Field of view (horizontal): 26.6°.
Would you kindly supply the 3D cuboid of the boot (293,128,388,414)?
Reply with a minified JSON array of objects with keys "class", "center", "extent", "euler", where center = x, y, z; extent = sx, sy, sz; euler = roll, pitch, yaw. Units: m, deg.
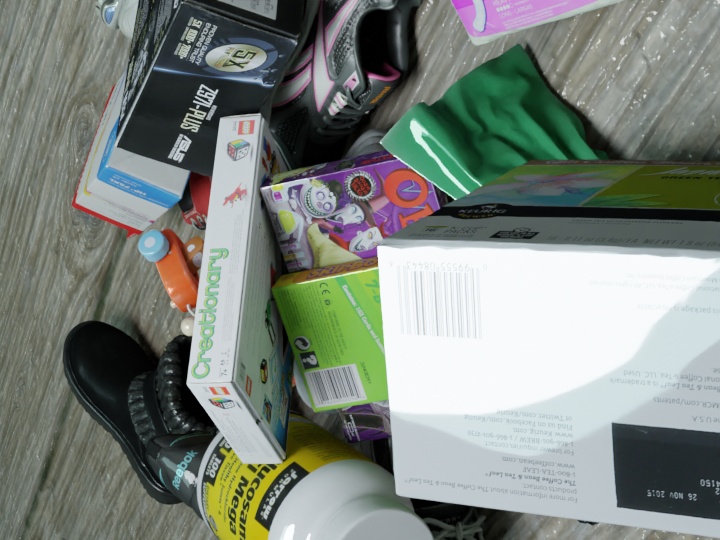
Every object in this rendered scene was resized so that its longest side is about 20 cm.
[{"class":"boot","center":[0.000,0.000,1.098],"extent":[0.096,0.073,0.202],"euler":[-81,5,-60]}]

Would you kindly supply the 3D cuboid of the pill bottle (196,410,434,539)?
[{"class":"pill bottle","center":[-0.031,0.174,1.064],"extent":[0.199,0.111,0.114],"euler":[22,120,60]}]

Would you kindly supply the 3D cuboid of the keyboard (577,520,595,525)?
[{"class":"keyboard","center":[0.170,0.086,0.943],"extent":[0.104,0.040,0.200],"euler":[48,142,-1]}]

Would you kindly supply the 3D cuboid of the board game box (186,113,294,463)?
[{"class":"board game box","center":[-0.073,0.013,1.033],"extent":[0.127,0.034,0.202],"euler":[67,-157,-57]}]

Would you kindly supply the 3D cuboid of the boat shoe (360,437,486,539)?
[{"class":"boat shoe","center":[0.057,0.185,1.092],"extent":[0.068,0.073,0.202],"euler":[134,127,-62]}]

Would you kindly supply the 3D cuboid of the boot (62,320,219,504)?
[{"class":"boot","center":[-0.194,0.100,1.407],"extent":[0.212,0.079,0.158],"euler":[49,146,17]}]

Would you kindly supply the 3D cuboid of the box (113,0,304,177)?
[{"class":"box","center":[-0.103,-0.199,1.090],"extent":[0.164,0.085,0.202],"euler":[128,152,-49]}]

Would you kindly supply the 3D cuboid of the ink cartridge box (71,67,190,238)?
[{"class":"ink cartridge box","center":[-0.182,-0.104,1.257],"extent":[0.200,0.067,0.118],"euler":[-24,46,67]}]

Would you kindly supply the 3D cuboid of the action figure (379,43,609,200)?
[{"class":"action figure","center":[0.119,-0.038,0.917],"extent":[0.200,0.118,0.055],"euler":[47,163,21]}]

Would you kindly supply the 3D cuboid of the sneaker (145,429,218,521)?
[{"class":"sneaker","center":[-0.111,0.158,1.240],"extent":[0.079,0.200,0.076],"euler":[26,87,16]}]

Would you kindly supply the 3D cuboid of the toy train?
[{"class":"toy train","center":[-0.105,0.047,1.241],"extent":[0.151,0.055,0.200],"euler":[64,-176,38]}]

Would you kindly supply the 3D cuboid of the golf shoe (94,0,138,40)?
[{"class":"golf shoe","center":[-0.149,-0.259,1.242],"extent":[0.097,0.078,0.201],"euler":[41,141,16]}]

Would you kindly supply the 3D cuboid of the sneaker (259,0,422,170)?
[{"class":"sneaker","center":[-0.012,-0.138,1.066],"extent":[0.086,0.080,0.202],"euler":[46,137,35]}]

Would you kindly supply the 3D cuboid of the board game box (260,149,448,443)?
[{"class":"board game box","center":[0.018,0.019,1.029],"extent":[0.119,0.032,0.202],"euler":[-12,112,16]}]

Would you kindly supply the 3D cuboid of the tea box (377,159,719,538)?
[{"class":"tea box","center":[0.141,0.028,0.758],"extent":[0.198,0.196,0.136],"euler":[3,106,28]}]

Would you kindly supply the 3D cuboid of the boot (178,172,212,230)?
[{"class":"boot","center":[-0.094,-0.031,1.234],"extent":[0.144,0.072,0.202],"euler":[-42,60,53]}]

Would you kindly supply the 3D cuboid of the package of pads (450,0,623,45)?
[{"class":"package of pads","center":[0.103,-0.222,0.847],"extent":[0.199,0.068,0.156],"euler":[-8,115,55]}]

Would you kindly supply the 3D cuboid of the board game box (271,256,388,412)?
[{"class":"board game box","center":[0.047,0.032,0.996],"extent":[0.198,0.030,0.097],"euler":[-10,111,22]}]
